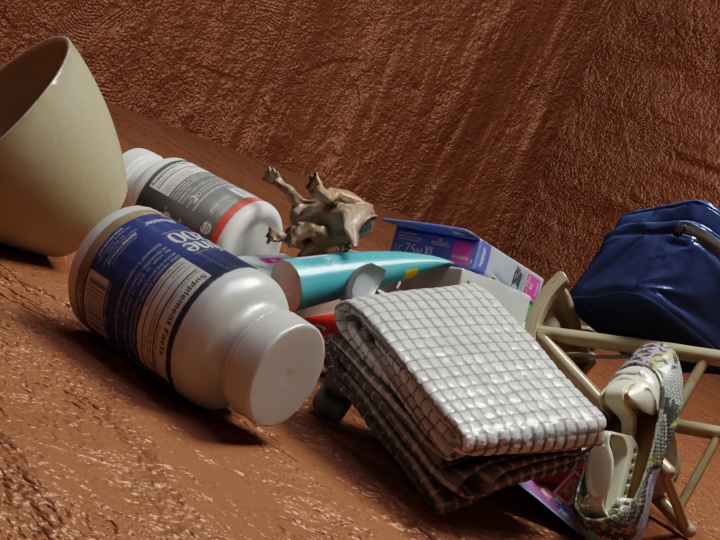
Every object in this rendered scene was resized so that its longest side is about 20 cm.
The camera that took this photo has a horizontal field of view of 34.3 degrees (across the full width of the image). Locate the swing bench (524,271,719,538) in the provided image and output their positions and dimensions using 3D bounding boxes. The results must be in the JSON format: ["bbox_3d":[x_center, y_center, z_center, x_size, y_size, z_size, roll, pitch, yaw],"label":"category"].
[{"bbox_3d":[0.254,0.132,1.135,0.198,0.131,0.199,27,-15,32],"label":"swing bench"}]

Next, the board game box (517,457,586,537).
[{"bbox_3d":[0.161,0.149,1.041,0.199,0.039,0.158,40,18,-4],"label":"board game box"}]

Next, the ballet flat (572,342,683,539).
[{"bbox_3d":[0.222,0.136,0.971,0.071,0.203,0.072,17,-27,9],"label":"ballet flat"}]

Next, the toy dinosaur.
[{"bbox_3d":[-0.026,-0.052,1.248,0.134,0.087,0.199,15,-5,-32],"label":"toy dinosaur"}]

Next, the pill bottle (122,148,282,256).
[{"bbox_3d":[-0.196,-0.059,1.331,0.198,0.117,0.115,27,8,27],"label":"pill bottle"}]

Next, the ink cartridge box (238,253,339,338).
[{"bbox_3d":[-0.075,0.034,1.197,0.172,0.044,0.199,22,14,29],"label":"ink cartridge box"}]

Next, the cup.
[{"bbox_3d":[-0.303,-0.098,1.099,0.144,0.200,0.200,50,-8,-31],"label":"cup"}]

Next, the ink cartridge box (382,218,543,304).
[{"bbox_3d":[0.118,-0.010,1.351,0.118,0.043,0.199,12,-11,36],"label":"ink cartridge box"}]

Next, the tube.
[{"bbox_3d":[0.000,0.000,1.189,0.198,0.051,0.077,-11,20,-40],"label":"tube"}]

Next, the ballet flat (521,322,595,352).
[{"bbox_3d":[0.178,0.082,1.246,0.198,0.068,0.064,-16,53,-42],"label":"ballet flat"}]

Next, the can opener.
[{"bbox_3d":[-0.004,0.064,1.073,0.066,0.053,0.201,27,31,1],"label":"can opener"}]

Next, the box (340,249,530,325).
[{"bbox_3d":[0.071,0.047,1.319,0.123,0.099,0.198,20,-7,-42],"label":"box"}]

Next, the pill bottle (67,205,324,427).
[{"bbox_3d":[-0.125,0.036,0.897,0.198,0.113,0.110,29,9,33],"label":"pill bottle"}]

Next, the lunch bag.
[{"bbox_3d":[0.313,0.010,1.139,0.135,0.133,0.200,38,-15,-15],"label":"lunch bag"}]

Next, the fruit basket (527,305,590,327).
[{"bbox_3d":[0.218,0.096,1.573,0.182,0.095,0.200,5,-19,6],"label":"fruit basket"}]

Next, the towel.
[{"bbox_3d":[0.082,0.099,0.949,0.163,0.087,0.200,-3,37,-37],"label":"towel"}]
